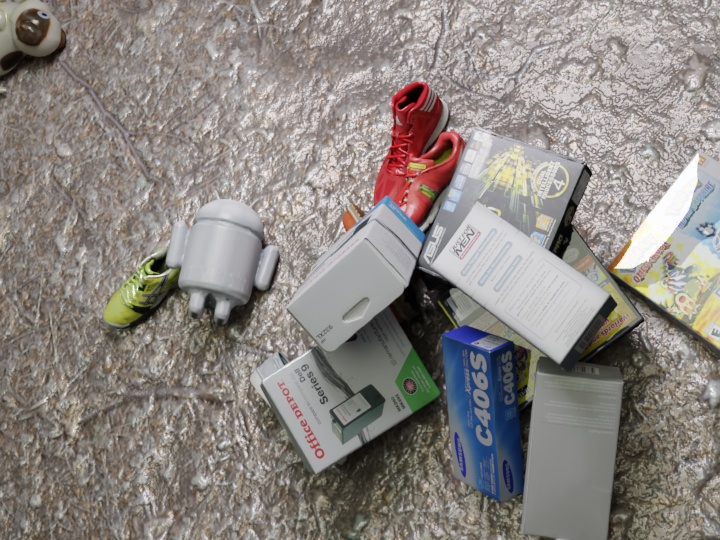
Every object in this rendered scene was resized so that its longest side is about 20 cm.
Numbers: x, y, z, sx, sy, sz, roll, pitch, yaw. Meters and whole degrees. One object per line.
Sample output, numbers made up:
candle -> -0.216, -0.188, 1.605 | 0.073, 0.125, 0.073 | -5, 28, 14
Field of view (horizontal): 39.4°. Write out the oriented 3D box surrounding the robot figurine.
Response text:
robot figurine -> -0.211, -0.022, 1.540 | 0.167, 0.113, 0.203 | 14, 76, -11

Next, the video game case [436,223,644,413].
video game case -> 0.225, 0.050, 1.275 | 0.199, 0.025, 0.182 | -38, 71, 10

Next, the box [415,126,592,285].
box -> 0.181, -0.063, 1.272 | 0.160, 0.049, 0.202 | 23, 88, 29

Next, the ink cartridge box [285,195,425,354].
ink cartridge box -> -0.002, 0.001, 1.302 | 0.145, 0.200, 0.084 | -41, 98, 19

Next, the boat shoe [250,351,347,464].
boat shoe -> -0.078, 0.189, 1.428 | 0.201, 0.070, 0.072 | 42, 94, 31

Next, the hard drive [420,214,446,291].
hard drive -> 0.174, -0.059, 1.382 | 0.198, 0.033, 0.140 | -22, 34, 17

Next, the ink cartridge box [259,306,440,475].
ink cartridge box -> -0.016, 0.160, 1.342 | 0.199, 0.084, 0.147 | -31, 85, -11

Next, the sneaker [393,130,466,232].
sneaker -> 0.080, -0.122, 1.428 | 0.077, 0.085, 0.200 | 23, 64, 43

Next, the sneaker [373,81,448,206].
sneaker -> 0.054, -0.185, 1.469 | 0.078, 0.115, 0.202 | 16, 80, 28

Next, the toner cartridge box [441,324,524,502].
toner cartridge box -> 0.153, 0.178, 1.259 | 0.095, 0.043, 0.203 | 18, 119, 55

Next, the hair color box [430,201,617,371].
hair color box -> 0.191, 0.018, 1.188 | 0.199, 0.061, 0.099 | 38, 94, 26

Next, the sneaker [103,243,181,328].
sneaker -> -0.343, 0.015, 1.610 | 0.199, 0.076, 0.076 | -40, 62, 9

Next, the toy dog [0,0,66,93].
toy dog -> -0.656, -0.444, 1.885 | 0.198, 0.139, 0.197 | -7, 83, 23

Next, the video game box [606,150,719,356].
video game box -> 0.444, -0.025, 1.272 | 0.182, 0.047, 0.201 | 39, 91, 33

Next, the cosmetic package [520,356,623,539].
cosmetic package -> 0.253, 0.216, 1.206 | 0.105, 0.090, 0.203 | 7, 100, 9

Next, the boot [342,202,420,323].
boot -> 0.000, 0.000, 1.459 | 0.107, 0.075, 0.202 | -31, 63, 18
